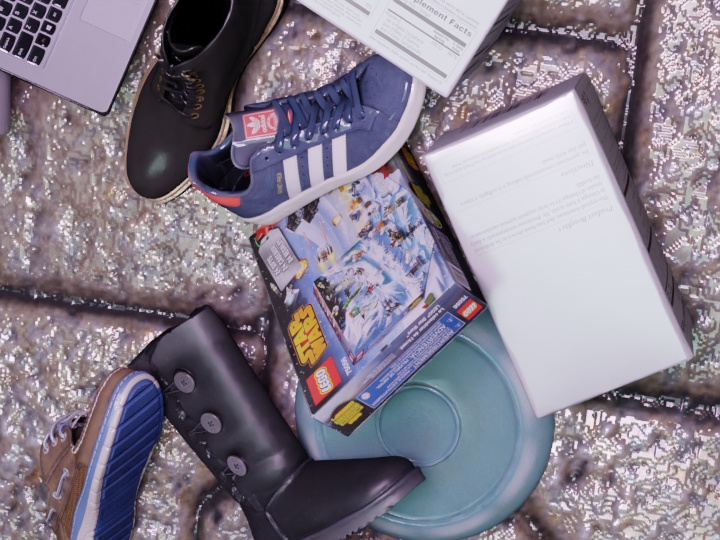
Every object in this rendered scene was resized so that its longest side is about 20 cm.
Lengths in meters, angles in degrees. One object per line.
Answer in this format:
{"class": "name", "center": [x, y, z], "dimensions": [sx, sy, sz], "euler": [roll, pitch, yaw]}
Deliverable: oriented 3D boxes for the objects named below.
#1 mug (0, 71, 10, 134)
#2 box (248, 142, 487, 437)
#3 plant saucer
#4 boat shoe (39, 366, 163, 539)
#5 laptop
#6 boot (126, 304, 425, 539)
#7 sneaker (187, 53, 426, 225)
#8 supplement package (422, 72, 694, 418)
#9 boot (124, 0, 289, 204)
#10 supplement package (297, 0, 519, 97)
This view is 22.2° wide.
{"class": "mug", "center": [-0.331, -0.186, 1.315], "dimensions": [0.149, 0.186, 0.154], "euler": [17, 99, 45]}
{"class": "box", "center": [0.000, 0.000, 1.278], "dimensions": [0.137, 0.200, 0.040], "euler": [-43, 129, 18]}
{"class": "plant saucer", "center": [0.045, 0.113, 1.375], "dimensions": [0.199, 0.027, 0.201], "euler": [3, 104, 11]}
{"class": "boat shoe", "center": [-0.206, 0.145, 1.390], "dimensions": [0.072, 0.072, 0.201], "euler": [33, 126, 19]}
{"class": "laptop", "center": [-0.221, -0.239, 1.241], "dimensions": [0.199, 0.116, 0.188], "euler": [24, 76, -10]}
{"class": "boot", "center": [-0.065, 0.109, 1.356], "dimensions": [0.165, 0.066, 0.201], "euler": [-33, 88, 33]}
{"class": "sneaker", "center": [-0.043, -0.098, 1.281], "dimensions": [0.200, 0.084, 0.075], "euler": [-35, 50, 34]}
{"class": "supplement package", "center": [0.141, -0.019, 1.276], "dimensions": [0.116, 0.117, 0.201], "euler": [-22, 97, 14]}
{"class": "boot", "center": [-0.130, -0.131, 1.296], "dimensions": [0.077, 0.138, 0.201], "euler": [27, 107, 5]}
{"class": "supplement package", "center": [0.016, -0.227, 1.234], "dimensions": [0.200, 0.156, 0.111], "euler": [34, 110, 2]}
